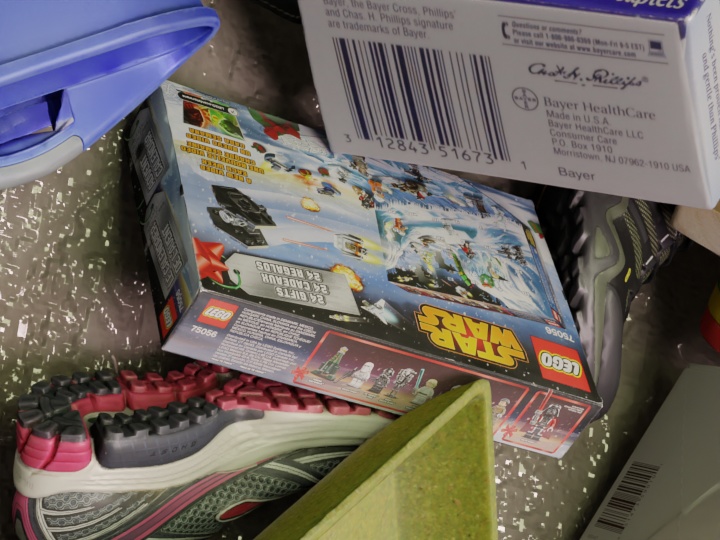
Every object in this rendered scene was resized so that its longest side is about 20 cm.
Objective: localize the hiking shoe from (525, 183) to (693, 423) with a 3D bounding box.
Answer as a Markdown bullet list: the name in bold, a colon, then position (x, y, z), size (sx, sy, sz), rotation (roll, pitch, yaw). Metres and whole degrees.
- **hiking shoe**: position (0.128, -0.021, 1.244), size (0.100, 0.076, 0.200), rotation (13, 73, -24)

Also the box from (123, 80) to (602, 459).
- **box**: position (0.000, 0.000, 1.144), size (0.200, 0.040, 0.137), rotation (17, 36, -27)

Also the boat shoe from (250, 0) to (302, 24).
- **boat shoe**: position (-0.095, -0.162, 1.142), size (0.199, 0.074, 0.066), rotation (42, 65, -16)

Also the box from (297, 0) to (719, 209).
- **box**: position (0.099, -0.137, 1.153), size (0.200, 0.184, 0.105), rotation (-57, 146, -40)

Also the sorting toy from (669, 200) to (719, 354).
- **sorting toy**: position (0.263, 0.028, 1.250), size (0.200, 0.199, 0.070), rotation (-12, 130, -54)

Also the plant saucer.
- **plant saucer**: position (-0.012, 0.168, 1.082), size (0.200, 0.048, 0.200), rotation (-38, 132, -47)

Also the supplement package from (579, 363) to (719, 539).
- **supplement package**: position (0.216, 0.163, 1.198), size (0.200, 0.151, 0.152), rotation (36, 80, -19)

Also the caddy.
- **caddy**: position (-0.153, -0.083, 1.053), size (0.200, 0.141, 0.105), rotation (-22, 87, -31)

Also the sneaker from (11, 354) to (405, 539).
- **sneaker**: position (-0.061, 0.079, 1.120), size (0.200, 0.081, 0.075), rotation (-6, 114, -34)
